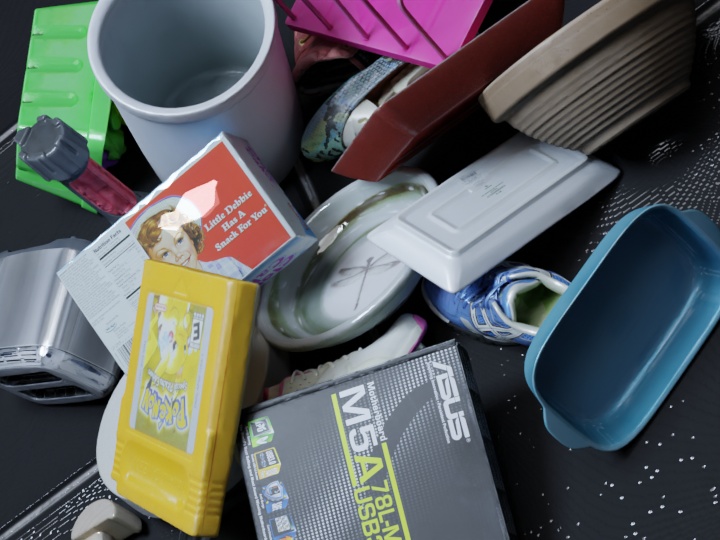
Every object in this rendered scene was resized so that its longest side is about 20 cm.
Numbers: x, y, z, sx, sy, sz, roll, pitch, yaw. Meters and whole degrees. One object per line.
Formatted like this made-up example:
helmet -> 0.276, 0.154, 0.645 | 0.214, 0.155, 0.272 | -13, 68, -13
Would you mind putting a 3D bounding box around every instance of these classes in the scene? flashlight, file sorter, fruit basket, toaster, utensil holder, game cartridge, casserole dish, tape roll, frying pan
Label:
flashlight -> -0.234, -0.074, 1.578 | 0.067, 0.200, 0.068 | -35, 48, 11
file sorter -> 0.011, -0.285, 1.487 | 0.199, 0.125, 0.140 | 20, 78, 36
fruit basket -> -0.247, -0.176, 1.725 | 0.214, 0.156, 0.217 | 6, 57, -10
toaster -> -0.286, 0.051, 1.592 | 0.199, 0.113, 0.130 | -8, 61, 43
utensil holder -> -0.144, -0.171, 1.541 | 0.168, 0.200, 0.171 | -3, 67, 6
game cartridge -> -0.147, 0.098, 1.356 | 0.176, 0.032, 0.202 | 10, 90, 59
casserole dish -> 0.196, 0.040, 1.248 | 0.201, 0.121, 0.039 | -54, 28, -6
tape roll -> -0.149, 0.122, 1.480 | 0.202, 0.037, 0.204 | -27, 41, 26
frying pan -> -0.115, 0.197, 1.429 | 0.115, 0.031, 0.190 | -38, 39, -1

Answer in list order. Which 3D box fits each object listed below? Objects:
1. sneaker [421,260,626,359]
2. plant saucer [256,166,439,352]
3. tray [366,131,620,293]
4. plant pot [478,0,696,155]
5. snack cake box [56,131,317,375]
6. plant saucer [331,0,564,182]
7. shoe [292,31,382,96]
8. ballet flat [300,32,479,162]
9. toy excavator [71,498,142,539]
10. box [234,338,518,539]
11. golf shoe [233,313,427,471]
sneaker -> 0.123, 0.021, 1.337 | 0.199, 0.077, 0.076 | 14, 73, 43
plant saucer -> 0.000, 0.000, 1.442 | 0.199, 0.050, 0.201 | -32, 31, 21
tray -> 0.110, -0.060, 1.368 | 0.199, 0.022, 0.107 | -34, 46, -27
plant pot -> 0.202, -0.159, 1.354 | 0.200, 0.201, 0.093 | -35, 87, 13
snack cake box -> -0.153, -0.013, 1.467 | 0.200, 0.067, 0.115 | -38, 79, 11
plant saucer -> 0.079, -0.149, 1.407 | 0.199, 0.200, 0.037 | -36, 88, -16
shoe -> 0.017, -0.232, 1.589 | 0.199, 0.071, 0.092 | -17, 55, 34
ballet flat -> 0.031, -0.161, 1.532 | 0.200, 0.074, 0.074 | -44, 46, 7
toy excavator -> -0.197, 0.286, 1.401 | 0.199, 0.100, 0.196 | -8, 56, 43
box -> 0.014, 0.177, 1.275 | 0.192, 0.047, 0.202 | -18, 71, 15
golf shoe -> -0.025, 0.101, 1.368 | 0.091, 0.075, 0.200 | 38, 73, 8
